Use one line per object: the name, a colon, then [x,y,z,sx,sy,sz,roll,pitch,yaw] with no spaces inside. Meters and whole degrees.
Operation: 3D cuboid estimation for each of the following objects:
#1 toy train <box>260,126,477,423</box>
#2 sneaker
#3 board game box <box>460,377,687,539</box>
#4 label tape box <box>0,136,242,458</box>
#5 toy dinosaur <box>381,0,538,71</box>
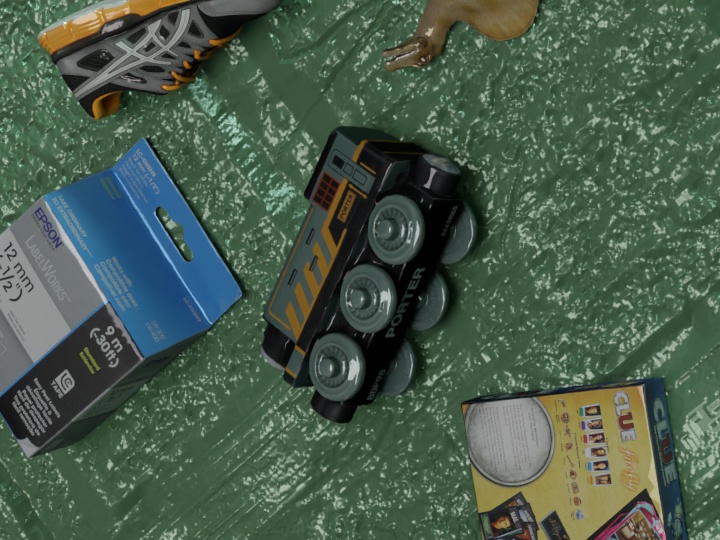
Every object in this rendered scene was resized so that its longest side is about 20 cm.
toy train: [0.000,0.000,1.543,0.114,0.085,0.201,38,115,33]
sneaker: [-0.130,-0.164,1.601,0.199,0.078,0.078,-14,102,33]
board game box: [0.146,0.177,1.504,0.135,0.035,0.202,-7,92,30]
label tape box: [-0.199,0.020,1.660,0.200,0.066,0.144,-40,77,28]
toy dinosaur: [0.087,-0.201,1.490,0.199,0.058,0.102,-26,98,36]
